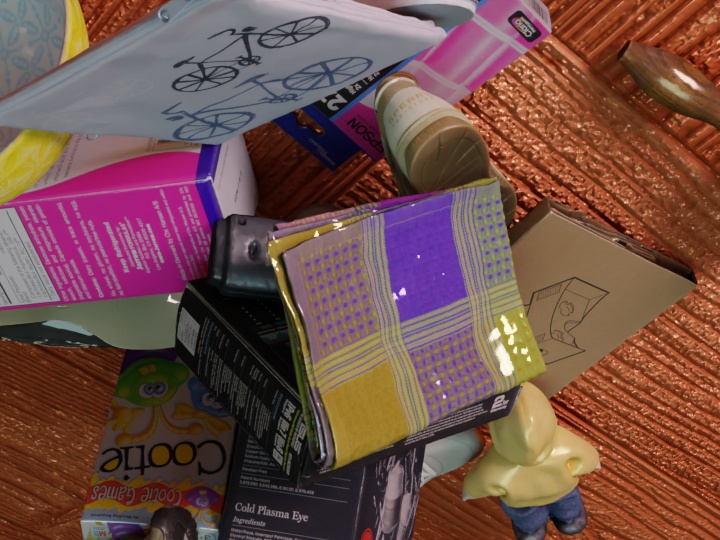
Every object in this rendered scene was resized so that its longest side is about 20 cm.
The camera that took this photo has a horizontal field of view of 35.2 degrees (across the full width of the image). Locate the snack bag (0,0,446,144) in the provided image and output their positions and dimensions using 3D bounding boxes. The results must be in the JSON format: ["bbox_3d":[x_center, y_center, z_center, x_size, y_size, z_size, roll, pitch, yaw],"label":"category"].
[{"bbox_3d":[-0.080,-0.109,0.616,0.188,0.021,0.200,-18,173,35],"label":"snack bag"}]

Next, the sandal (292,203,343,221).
[{"bbox_3d":[-0.027,0.051,0.901,0.077,0.070,0.212,4,132,-1],"label":"sandal"}]

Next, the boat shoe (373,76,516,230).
[{"bbox_3d":[0.056,-0.062,0.784,0.073,0.063,0.201,-38,153,1],"label":"boat shoe"}]

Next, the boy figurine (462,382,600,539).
[{"bbox_3d":[0.143,0.169,0.980,0.124,0.065,0.200,-18,137,7],"label":"boy figurine"}]

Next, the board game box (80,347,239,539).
[{"bbox_3d":[-0.148,0.150,0.911,0.105,0.200,0.103,4,133,-1],"label":"board game box"}]

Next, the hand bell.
[{"bbox_3d":[0.256,-0.093,0.760,0.200,0.104,0.104,30,128,-7],"label":"hand bell"}]

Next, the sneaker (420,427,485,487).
[{"bbox_3d":[0.022,0.193,1.013,0.200,0.092,0.076,-23,128,22],"label":"sneaker"}]

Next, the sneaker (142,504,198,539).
[{"bbox_3d":[-0.175,0.231,0.805,0.088,0.077,0.200,20,128,-5],"label":"sneaker"}]

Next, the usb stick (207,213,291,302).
[{"bbox_3d":[0.000,0.000,0.753,0.200,0.056,0.033,7,173,-14],"label":"usb stick"}]

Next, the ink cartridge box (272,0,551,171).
[{"bbox_3d":[0.019,-0.138,0.753,0.200,0.037,0.095,-33,124,31],"label":"ink cartridge box"}]

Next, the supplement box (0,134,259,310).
[{"bbox_3d":[-0.182,-0.048,0.800,0.200,0.101,0.103,-5,133,8],"label":"supplement box"}]

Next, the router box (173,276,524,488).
[{"bbox_3d":[-0.003,0.055,0.774,0.200,0.150,0.062,-12,129,-39],"label":"router box"}]

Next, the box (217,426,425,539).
[{"bbox_3d":[-0.025,0.188,0.881,0.104,0.183,0.200,4,165,15],"label":"box"}]

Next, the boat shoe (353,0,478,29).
[{"bbox_3d":[-0.021,-0.184,0.689,0.200,0.091,0.071,-4,173,29],"label":"boat shoe"}]

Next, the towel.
[{"bbox_3d":[0.033,0.026,0.692,0.023,0.200,0.144,-7,96,51],"label":"towel"}]

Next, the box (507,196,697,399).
[{"bbox_3d":[0.139,0.037,0.894,0.163,0.021,0.200,22,130,-30],"label":"box"}]

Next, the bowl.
[{"bbox_3d":[-0.247,-0.109,0.711,0.200,0.201,0.108,-9,158,12],"label":"bowl"}]

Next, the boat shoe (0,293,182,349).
[{"bbox_3d":[-0.221,0.025,0.898,0.201,0.074,0.063,6,169,-15],"label":"boat shoe"}]
